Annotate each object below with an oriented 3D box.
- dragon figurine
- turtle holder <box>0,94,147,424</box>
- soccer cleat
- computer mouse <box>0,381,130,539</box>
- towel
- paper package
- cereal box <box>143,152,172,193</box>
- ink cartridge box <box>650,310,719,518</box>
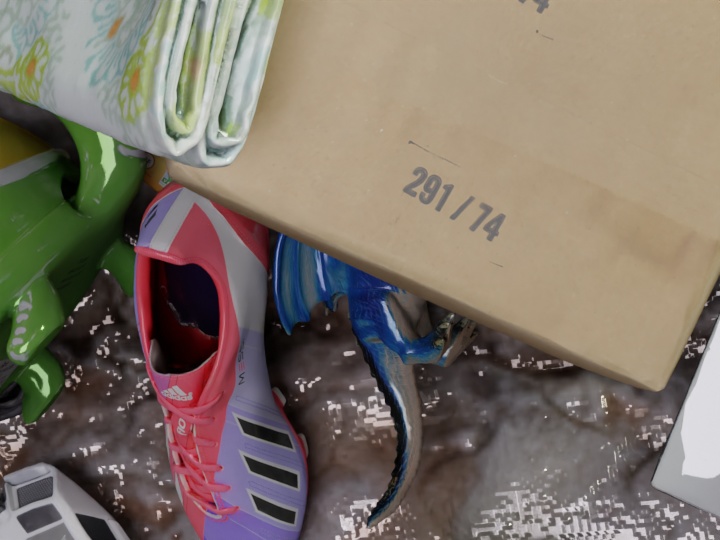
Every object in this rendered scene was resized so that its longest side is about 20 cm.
[{"bbox_3d":[0.000,0.000,0.951,0.099,0.059,0.201,14,101,17],"label":"dragon figurine"},{"bbox_3d":[-0.171,-0.011,0.939,0.132,0.141,0.186,41,135,5],"label":"turtle holder"},{"bbox_3d":[-0.065,0.054,0.958,0.067,0.076,0.201,8,120,21],"label":"soccer cleat"},{"bbox_3d":[-0.146,0.131,1.039,0.110,0.044,0.200,-38,83,17],"label":"computer mouse"},{"bbox_3d":[-0.078,-0.134,0.782,0.200,0.048,0.172,24,97,56],"label":"towel"},{"bbox_3d":[0.051,-0.082,0.807,0.199,0.103,0.191,23,102,-2],"label":"paper package"},{"bbox_3d":[-0.071,-0.145,0.953,0.144,0.040,0.200,37,110,7],"label":"cereal box"},{"bbox_3d":[0.172,-0.008,0.873,0.039,0.099,0.201,25,108,13],"label":"ink cartridge box"}]
